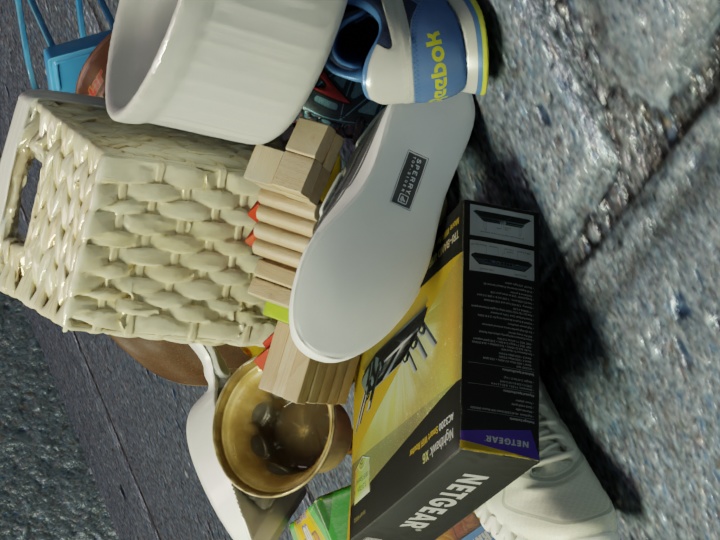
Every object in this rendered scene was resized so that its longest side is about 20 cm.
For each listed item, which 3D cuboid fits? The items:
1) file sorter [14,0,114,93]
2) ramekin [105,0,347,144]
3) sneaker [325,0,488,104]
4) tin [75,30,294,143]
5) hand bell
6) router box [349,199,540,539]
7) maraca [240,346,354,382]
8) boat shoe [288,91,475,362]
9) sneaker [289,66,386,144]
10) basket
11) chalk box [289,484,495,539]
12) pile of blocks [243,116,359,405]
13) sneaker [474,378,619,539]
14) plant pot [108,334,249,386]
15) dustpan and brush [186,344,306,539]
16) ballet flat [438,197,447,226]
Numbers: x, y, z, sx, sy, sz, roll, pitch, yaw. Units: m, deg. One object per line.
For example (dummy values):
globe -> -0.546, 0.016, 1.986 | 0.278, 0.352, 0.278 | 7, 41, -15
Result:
file sorter -> -0.146, -0.171, 1.447 | 0.139, 0.200, 0.123 | 91, 155, -50
ramekin -> -0.075, -0.172, 1.168 | 0.200, 0.098, 0.201 | -164, 90, -71
sneaker -> 0.005, -0.165, 1.183 | 0.200, 0.082, 0.074 | -126, 21, -48
tin -> -0.104, -0.128, 1.373 | 0.042, 0.200, 0.112 | 56, 135, 31
hand bell -> -0.012, 0.127, 1.462 | 0.200, 0.104, 0.104 | 21, -145, -57
router box -> 0.049, 0.069, 1.204 | 0.200, 0.052, 0.158 | 129, 146, -60
maraca -> -0.047, 0.010, 1.489 | 0.137, 0.107, 0.200 | -54, -46, -65
boat shoe -> 0.007, -0.030, 1.184 | 0.200, 0.072, 0.068 | -69, 12, -21
sneaker -> -0.029, -0.112, 1.287 | 0.200, 0.095, 0.079 | 44, 154, 22
basket -> -0.127, -0.030, 1.289 | 0.123, 0.200, 0.136 | 30, 109, 51
chalk box -> 0.047, 0.249, 1.453 | 0.200, 0.124, 0.124 | 66, 163, 11
pile of blocks -> -0.038, -0.008, 1.249 | 0.062, 0.082, 0.200 | 18, 119, 32
sneaker -> 0.099, 0.109, 1.223 | 0.200, 0.075, 0.081 | -131, 38, -56
plant pot -> -0.155, -0.015, 1.549 | 0.187, 0.187, 0.200 | 64, -171, 17
dustpan and brush -> -0.098, 0.104, 1.460 | 0.200, 0.057, 0.140 | 53, -155, -8
ballet flat -> 0.000, 0.000, 1.325 | 0.200, 0.071, 0.071 | -24, 86, 52
